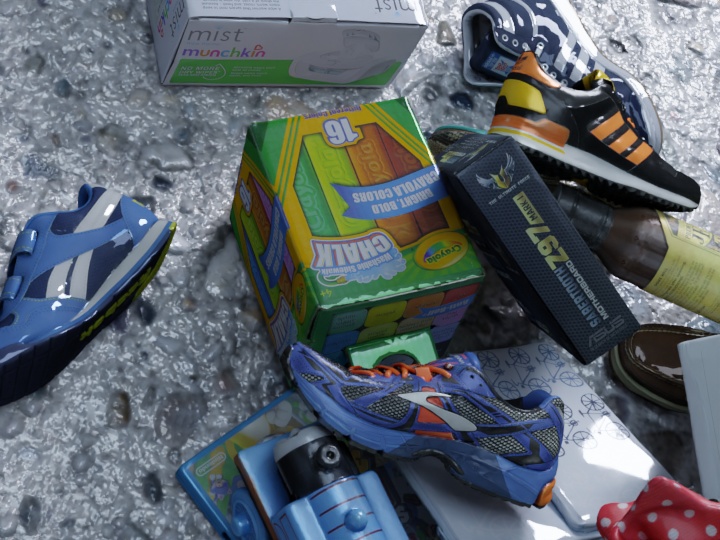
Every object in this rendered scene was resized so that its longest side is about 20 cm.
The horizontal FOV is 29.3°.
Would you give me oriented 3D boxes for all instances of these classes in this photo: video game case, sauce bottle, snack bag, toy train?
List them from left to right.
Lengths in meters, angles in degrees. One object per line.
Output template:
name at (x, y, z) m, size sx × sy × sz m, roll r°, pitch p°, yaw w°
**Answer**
video game case at (-0.013, 0.178, 0.948) m, size 0.143 × 0.018 × 0.200 m, roll -33°, pitch 80°, yaw -33°
toy train at (-0.011, 0.185, 0.865) m, size 0.087 × 0.114 × 0.200 m, roll -17°, pitch 71°, yaw -30°
snack bag at (0.106, 0.123, 0.972) m, size 0.200 × 0.021 × 0.189 m, roll -6°, pitch 40°, yaw -30°
sauce bottle at (0.239, -0.011, 1.081) m, size 0.200 × 0.065 × 0.065 m, roll 23°, pitch 57°, yaw -5°

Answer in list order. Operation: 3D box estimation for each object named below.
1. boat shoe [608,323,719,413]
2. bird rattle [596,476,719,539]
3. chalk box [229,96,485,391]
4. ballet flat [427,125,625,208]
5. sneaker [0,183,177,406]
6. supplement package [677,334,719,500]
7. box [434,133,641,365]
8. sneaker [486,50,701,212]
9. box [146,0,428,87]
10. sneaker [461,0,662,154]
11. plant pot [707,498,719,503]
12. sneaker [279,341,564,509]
boat shoe at (0.301, 0.076, 1.099) m, size 0.202 × 0.075 × 0.075 m, roll 13°, pitch 59°, yaw -16°
bird rattle at (0.169, 0.221, 0.771) m, size 0.163 × 0.113 × 0.200 m, roll 45°, pitch 65°, yaw 2°
chalk box at (0.000, 0.000, 0.964) m, size 0.125 × 0.124 × 0.200 m, roll -13°, pitch 62°, yaw -20°
ballet flat at (0.148, -0.064, 1.121) m, size 0.200 × 0.068 × 0.075 m, roll 11°, pitch 73°, yaw -21°
sneaker at (-0.210, 0.014, 0.923) m, size 0.082 × 0.074 × 0.200 m, roll 39°, pitch 48°, yaw 3°
supplement package at (0.343, 0.132, 0.940) m, size 0.147 × 0.200 × 0.191 m, roll 26°, pitch 54°, yaw -62°
box at (0.116, -0.022, 0.989) m, size 0.051 × 0.200 × 0.158 m, roll -35°, pitch 98°, yaw 0°
sneaker at (0.194, -0.107, 1.073) m, size 0.200 × 0.070 × 0.090 m, roll 17°, pitch 86°, yaw -25°
box at (-0.067, -0.244, 1.103) m, size 0.200 × 0.097 × 0.177 m, roll -3°, pitch 66°, yaw -25°
sneaker at (0.163, -0.158, 1.168) m, size 0.108 × 0.070 × 0.200 m, roll -19°, pitch 65°, yaw -35°
plant pot at (0.167, 0.288, 0.873) m, size 0.177 × 0.200 × 0.200 m, roll -21°, pitch 73°, yaw -17°
sneaker at (0.043, 0.083, 0.885) m, size 0.200 × 0.075 × 0.078 m, roll 21°, pitch 94°, yaw -14°
